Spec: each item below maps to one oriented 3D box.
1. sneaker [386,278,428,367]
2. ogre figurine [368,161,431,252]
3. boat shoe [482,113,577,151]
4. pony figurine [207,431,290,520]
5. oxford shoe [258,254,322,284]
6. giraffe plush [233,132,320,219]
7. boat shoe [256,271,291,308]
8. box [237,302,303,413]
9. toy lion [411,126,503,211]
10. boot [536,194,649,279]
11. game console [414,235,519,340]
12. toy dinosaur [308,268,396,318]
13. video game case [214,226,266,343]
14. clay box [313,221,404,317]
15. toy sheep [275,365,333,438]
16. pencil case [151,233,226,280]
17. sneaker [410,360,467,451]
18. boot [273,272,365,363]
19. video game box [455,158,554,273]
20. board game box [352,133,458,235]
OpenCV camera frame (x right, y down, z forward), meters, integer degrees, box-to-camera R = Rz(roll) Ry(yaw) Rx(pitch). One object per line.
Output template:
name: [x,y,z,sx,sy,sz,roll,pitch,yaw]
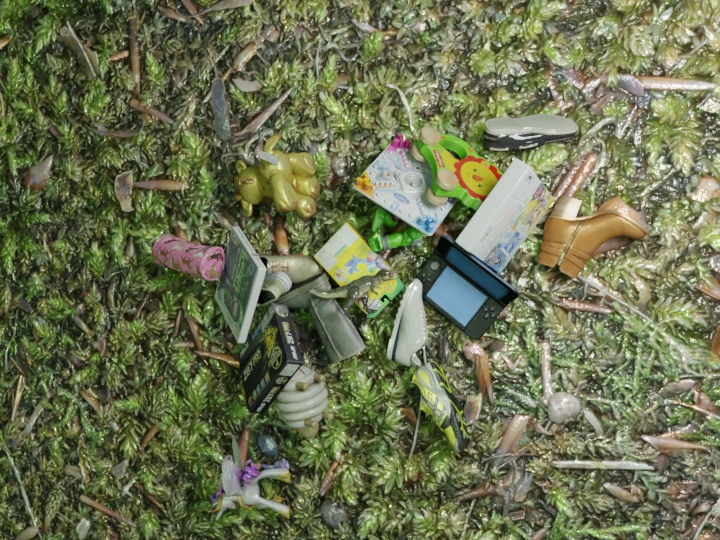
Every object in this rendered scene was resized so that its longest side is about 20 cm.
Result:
sneaker: [0.118,0.117,1.264,0.079,0.076,0.204,16,109,15]
ogre figurine: [0.097,-0.130,1.247,0.118,0.099,0.202,16,61,11]
boat shoe: [0.359,-0.288,1.204,0.196,0.075,0.061,-5,132,-3]
pony figurine: [-0.267,0.500,1.340,0.196,0.167,0.197,0,100,-3]
oxford shoe: [-0.188,-0.002,1.331,0.196,0.074,0.072,0,92,13]
giraffe plush: [-0.211,-0.198,1.299,0.160,0.199,0.176,-16,55,36]
boat shoe: [-0.239,0.053,1.309,0.198,0.062,0.073,-23,106,45]
box: [-0.209,0.200,1.282,0.201,0.048,0.163,-52,42,33]
toy lion: [0.222,-0.209,1.205,0.188,0.069,0.203,0,56,-22]
boot: [0.479,-0.055,1.180,0.197,0.073,0.157,22,95,24]
game console: [0.214,0.042,1.204,0.199,0.118,0.172,38,110,10]
toy dinosaur: [-0.009,0.057,1.249,0.196,0.047,0.090,-15,80,-4]
video game case: [-0.281,0.031,1.300,0.182,0.023,0.203,48,126,43]
clay box: [0.000,0.000,1.302,0.115,0.048,0.200,-44,84,10]
toy sheep: [-0.135,0.288,1.299,0.135,0.138,0.204,-8,95,13]
pencil case: [-0.412,-0.034,1.351,0.197,0.086,0.085,13,90,31]
sneaker: [0.178,0.308,1.264,0.076,0.075,0.203,-27,75,20]
boot: [-0.100,0.122,1.319,0.180,0.073,0.202,-20,106,33]
video game box: [0.302,-0.106,1.163,0.047,0.181,0.201,42,100,38]
board game box: [0.115,-0.193,1.215,0.198,0.026,0.201,33,55,10]
